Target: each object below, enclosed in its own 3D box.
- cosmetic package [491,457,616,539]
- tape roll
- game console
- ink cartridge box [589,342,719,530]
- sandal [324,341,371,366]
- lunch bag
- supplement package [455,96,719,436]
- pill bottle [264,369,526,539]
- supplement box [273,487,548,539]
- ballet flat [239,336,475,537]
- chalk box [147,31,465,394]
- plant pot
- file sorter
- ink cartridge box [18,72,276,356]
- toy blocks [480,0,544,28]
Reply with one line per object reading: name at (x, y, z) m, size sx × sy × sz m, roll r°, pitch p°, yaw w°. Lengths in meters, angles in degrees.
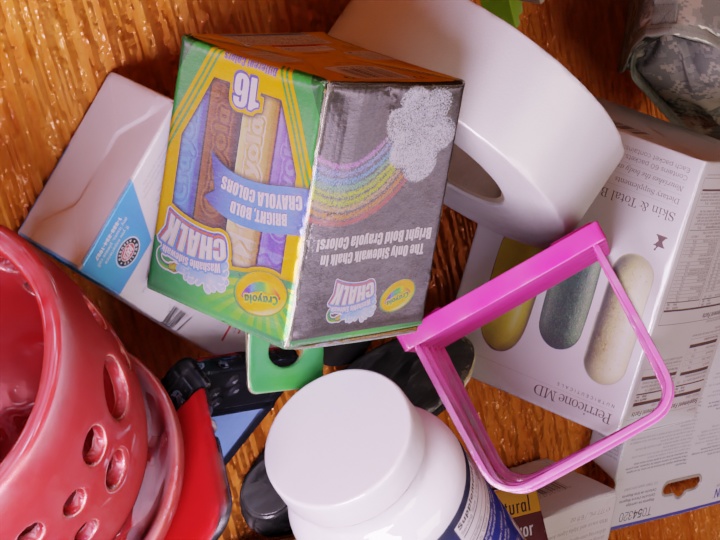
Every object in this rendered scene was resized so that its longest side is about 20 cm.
cosmetic package at (0.119, 0.258, 1.878) m, size 0.112 × 0.081 × 0.201 m, roll -13°, pitch 118°, yaw -45°
tape roll at (0.066, -0.101, 1.544) m, size 0.071 × 0.202 × 0.202 m, roll -55°, pitch 139°, yaw -10°
game console at (-0.110, 0.158, 1.484) m, size 0.172 × 0.119 × 0.200 m, roll -6°, pitch 141°, yaw -54°
ink cartridge box at (0.266, 0.101, 1.985) m, size 0.196 × 0.043 × 0.201 m, roll -6°, pitch 116°, yaw -47°
sandal at (0.000, 0.000, 1.613) m, size 0.075 × 0.045 × 0.201 m, roll -31°, pitch 147°, yaw -32°
lunch bag at (0.253, -0.201, 1.733) m, size 0.200 × 0.117 × 0.165 m, roll 37°, pitch 61°, yaw -52°
supplement package at (0.175, -0.006, 1.724) m, size 0.150 × 0.151 × 0.201 m, roll -5°, pitch 114°, yaw -61°
pill bottle at (0.024, 0.152, 1.482) m, size 0.116 × 0.115 × 0.200 m, roll -51°, pitch 139°, yaw -15°
supplement box at (0.029, 0.265, 1.651) m, size 0.196 × 0.133 × 0.201 m, roll -11°, pitch 85°, yaw -29°
ballet flat at (-0.004, 0.109, 1.681) m, size 0.200 × 0.067 × 0.057 m, roll -37°, pitch 161°, yaw -8°
chalk box at (-0.037, -0.029, 1.428) m, size 0.124 × 0.123 × 0.201 m, roll -5°, pitch 112°, yaw -48°
plant pot at (-0.210, 0.093, 1.358) m, size 0.201 × 0.200 × 0.183 m, roll -57°, pitch 148°, yaw -8°
file sorter at (0.120, 0.062, 1.544) m, size 0.138 × 0.126 × 0.200 m, roll -29°, pitch 175°, yaw 5°
ink cartridge box at (-0.104, -0.021, 1.503) m, size 0.200 × 0.066 × 0.116 m, roll 37°, pitch 80°, yaw -49°
toy blocks at (0.118, -0.279, 1.603) m, size 0.137 × 0.099 × 0.201 m, roll -49°, pitch 138°, yaw -34°
